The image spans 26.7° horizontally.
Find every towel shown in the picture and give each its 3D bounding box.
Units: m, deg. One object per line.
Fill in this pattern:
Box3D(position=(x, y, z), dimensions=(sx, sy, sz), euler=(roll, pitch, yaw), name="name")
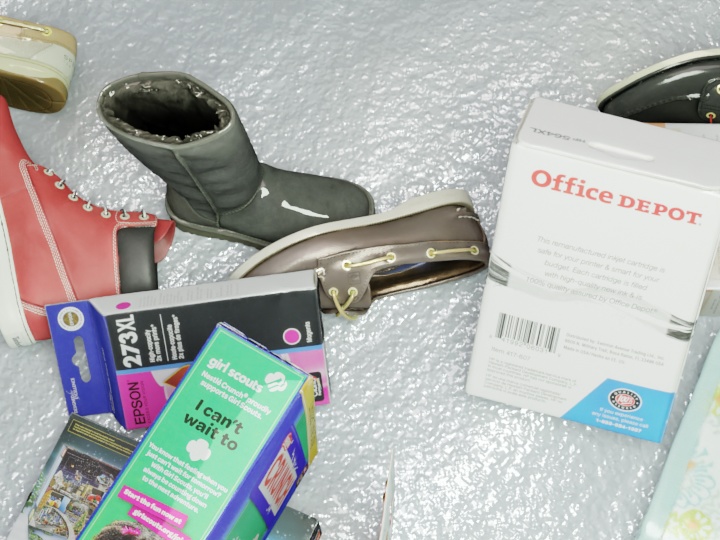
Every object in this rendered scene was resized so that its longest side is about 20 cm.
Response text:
Box3D(position=(0.299, 0.146, 1.056), dimensions=(0.169, 0.048, 0.202), euler=(23, 70, 13), name="towel")

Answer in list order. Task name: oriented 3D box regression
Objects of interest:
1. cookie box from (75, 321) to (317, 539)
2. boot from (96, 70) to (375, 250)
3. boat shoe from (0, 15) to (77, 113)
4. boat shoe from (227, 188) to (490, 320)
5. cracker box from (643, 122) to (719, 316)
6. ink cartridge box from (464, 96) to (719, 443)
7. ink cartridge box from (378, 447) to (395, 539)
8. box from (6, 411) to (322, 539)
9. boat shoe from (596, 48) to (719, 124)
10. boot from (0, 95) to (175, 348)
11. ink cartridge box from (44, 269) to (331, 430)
Box3D(position=(-0.107, 0.157, 0.961), dimensions=(0.075, 0.172, 0.201), euler=(28, 70, 11), name="cookie box")
Box3D(position=(-0.082, -0.077, 1.087), dimensions=(0.179, 0.201, 0.074), euler=(1, 66, 3), name="boot")
Box3D(position=(-0.323, -0.184, 1.221), dimensions=(0.197, 0.074, 0.067), euler=(17, 64, -1), name="boat shoe")
Box3D(position=(0.000, 0.000, 1.123), dimensions=(0.198, 0.072, 0.060), euler=(-18, 64, -11), name="boat shoe")
Box3D(position=(0.286, -0.037, 1.131), dimensions=(0.197, 0.058, 0.136), euler=(1, 67, 4), name="cracker box")
Box3D(position=(0.162, 0.000, 1.038), dimensions=(0.144, 0.202, 0.085), euler=(15, 31, 9), name="ink cartridge box")
Box3D(position=(-0.015, 0.228, 0.973), dimensions=(0.047, 0.161, 0.203), euler=(9, 67, 5), name="ink cartridge box")
Box3D(position=(-0.143, 0.201, 1.057), dimensions=(0.198, 0.038, 0.138), euler=(22, 69, 12), name="box")
Box3D(position=(0.282, -0.135, 1.164), dimensions=(0.198, 0.074, 0.064), euler=(-11, 77, 4), name="boat shoe")
Box3D(position=(-0.220, -0.054, 1.158), dimensions=(0.142, 0.073, 0.202), euler=(-16, 75, -5), name="boot")
Box3D(position=(-0.123, 0.060, 1.091), dimensions=(0.197, 0.096, 0.037), euler=(-6, 25, 1), name="ink cartridge box")
